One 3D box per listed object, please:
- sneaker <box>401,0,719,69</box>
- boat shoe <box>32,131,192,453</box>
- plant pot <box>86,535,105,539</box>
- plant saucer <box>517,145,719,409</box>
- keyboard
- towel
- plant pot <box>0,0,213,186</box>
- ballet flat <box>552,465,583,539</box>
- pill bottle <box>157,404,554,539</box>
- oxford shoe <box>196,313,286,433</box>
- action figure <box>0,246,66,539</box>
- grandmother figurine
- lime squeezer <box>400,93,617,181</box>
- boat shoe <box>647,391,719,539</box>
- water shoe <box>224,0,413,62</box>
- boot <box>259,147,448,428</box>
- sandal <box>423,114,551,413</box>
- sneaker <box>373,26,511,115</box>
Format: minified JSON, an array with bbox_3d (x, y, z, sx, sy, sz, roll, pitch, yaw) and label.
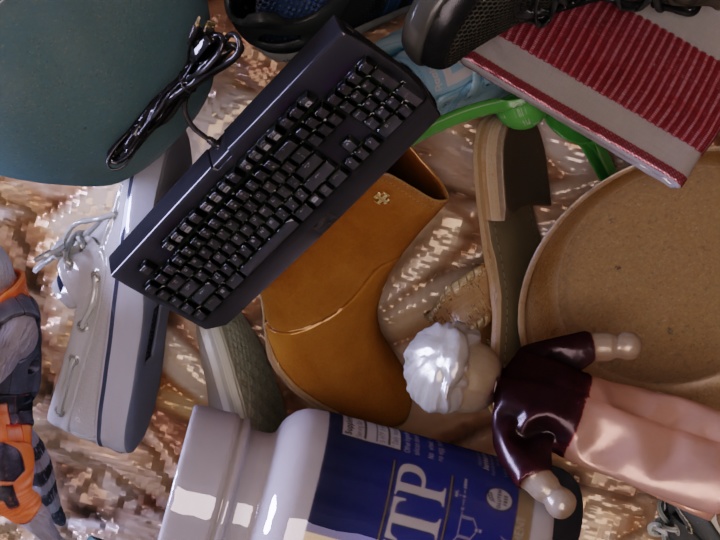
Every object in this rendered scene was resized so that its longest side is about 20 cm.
[{"bbox_3d":[0.118,-0.156,0.874,0.199,0.076,0.114,-40,75,-13],"label":"sneaker"},{"bbox_3d":[-0.155,0.004,1.007,0.086,0.075,0.202,15,110,10],"label":"boat shoe"},{"bbox_3d":[-0.131,0.238,1.000,0.200,0.200,0.134,24,81,-2],"label":"plant pot"},{"bbox_3d":[0.186,0.011,0.976,0.200,0.035,0.200,-2,121,-4],"label":"plant saucer"},{"bbox_3d":[-0.065,-0.055,0.879,0.127,0.021,0.200,34,121,-20],"label":"keyboard"},{"bbox_3d":[0.161,-0.160,0.925,0.144,0.023,0.200,31,80,7],"label":"towel"},{"bbox_3d":[-0.158,-0.123,0.926,0.200,0.200,0.135,-39,119,10],"label":"plant pot"},{"bbox_3d":[0.072,0.209,1.032,0.073,0.073,0.200,34,102,-4],"label":"ballet flat"},{"bbox_3d":[-0.006,0.142,0.932,0.200,0.120,0.120,15,103,-4],"label":"pill bottle"},{"bbox_3d":[-0.071,0.114,1.021,0.058,0.075,0.200,-12,103,18],"label":"oxford shoe"},{"bbox_3d":[-0.230,0.066,0.998,0.105,0.200,0.194,-11,110,-35],"label":"action figure"},{"bbox_3d":[0.116,0.081,0.922,0.200,0.121,0.061,21,135,8],"label":"grandmother figurine"},{"bbox_3d":[0.098,-0.075,0.953,0.200,0.038,0.071,18,92,-39],"label":"lime squeezer"},{"bbox_3d":[0.202,0.158,1.003,0.062,0.073,0.200,-26,114,23],"label":"boat shoe"},{"bbox_3d":[0.018,-0.180,0.939,0.200,0.079,0.072,-33,77,10],"label":"water shoe"},{"bbox_3d":[0.000,-0.001,0.955,0.144,0.071,0.201,-33,116,32],"label":"boot"},{"bbox_3d":[0.071,0.015,1.004,0.070,0.078,0.212,1,96,35],"label":"sandal"},{"bbox_3d":[0.056,-0.114,0.957,0.200,0.082,0.074,-30,100,9],"label":"sneaker"}]
